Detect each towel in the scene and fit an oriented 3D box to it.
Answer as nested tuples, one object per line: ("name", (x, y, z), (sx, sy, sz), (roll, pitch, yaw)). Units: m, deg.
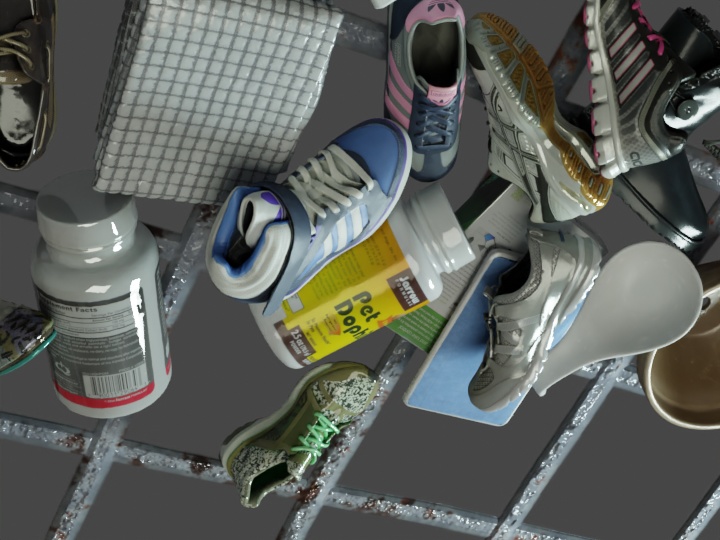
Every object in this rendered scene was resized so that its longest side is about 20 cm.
("towel", (-0.121, -0.151, 0.969), (0.163, 0.086, 0.201), (4, 130, -27))

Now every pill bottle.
("pill bottle", (-0.226, 0.020, 1.049), (0.109, 0.111, 0.202), (-7, 127, -9))
("pill bottle", (0.000, 0.000, 1.093), (0.198, 0.110, 0.110), (-28, 128, 7))

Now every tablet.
("tablet", (0.137, 0.071, 1.198), (0.129, 0.014, 0.201), (15, 122, -24))

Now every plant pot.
("plant pot", (0.368, 0.059, 1.242), (0.198, 0.093, 0.203), (-7, 126, -10))

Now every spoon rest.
("spoon rest", (0.236, 0.054, 1.155), (0.199, 0.061, 0.100), (-40, 84, 19))

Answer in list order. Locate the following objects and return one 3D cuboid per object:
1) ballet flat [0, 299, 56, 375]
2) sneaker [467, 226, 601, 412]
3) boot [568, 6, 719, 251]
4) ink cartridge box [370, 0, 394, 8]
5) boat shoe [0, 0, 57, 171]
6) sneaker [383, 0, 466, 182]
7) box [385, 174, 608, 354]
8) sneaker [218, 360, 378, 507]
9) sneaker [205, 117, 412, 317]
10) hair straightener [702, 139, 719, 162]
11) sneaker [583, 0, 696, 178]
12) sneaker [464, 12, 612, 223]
("ballet flat", (-0.318, 0.058, 1.032), (0.071, 0.073, 0.200), (17, 161, -24))
("sneaker", (0.144, 0.041, 1.136), (0.081, 0.075, 0.202), (22, 112, -12))
("boot", (0.302, -0.125, 1.099), (0.199, 0.077, 0.168), (36, 115, -26))
("ink cartridge box", (0.020, -0.321, 0.881), (0.144, 0.084, 0.201), (-29, 127, 8))
("boat shoe", (-0.266, -0.167, 0.926), (0.073, 0.074, 0.202), (-7, 127, -9))
("sneaker", (0.057, -0.149, 1.017), (0.069, 0.082, 0.202), (-12, 128, -6))
("box", (0.123, 0.005, 1.177), (0.144, 0.037, 0.200), (34, 110, -32))
("sneaker", (-0.055, 0.174, 1.219), (0.199, 0.089, 0.077), (-40, 125, 15))
("sneaker", (-0.043, -0.054, 0.977), (0.200, 0.081, 0.146), (-46, 166, 4))
("hair straightener", (0.364, -0.144, 1.070), (0.199, 0.041, 0.078), (-22, 134, -39))
("sneaker", (0.234, -0.180, 1.006), (0.086, 0.074, 0.203), (-3, 100, 17))
("sneaker", (0.133, -0.123, 1.046), (0.087, 0.076, 0.201), (-23, 106, 42))
